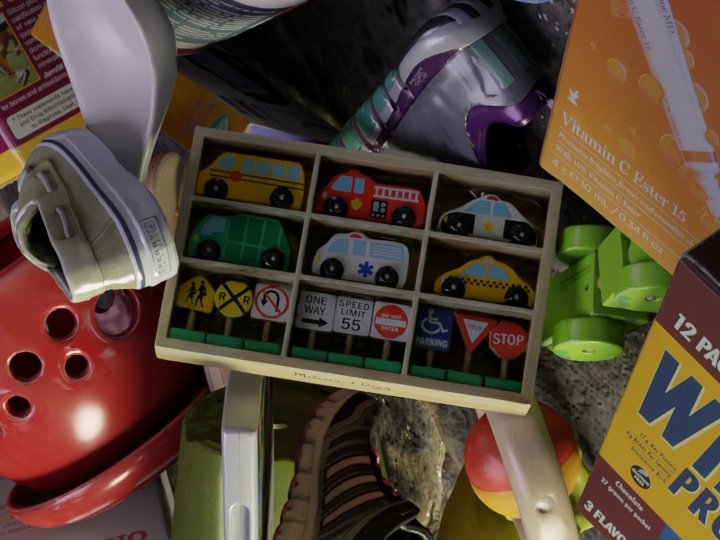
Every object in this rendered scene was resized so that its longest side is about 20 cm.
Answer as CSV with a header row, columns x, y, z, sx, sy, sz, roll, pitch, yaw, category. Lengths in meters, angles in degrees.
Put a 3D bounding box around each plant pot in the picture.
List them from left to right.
x,y,z,sx,sy,sz,roll,pitch,yaw,category
-0.196,0.056,1.855,0.183,0.200,0.200,55,151,-12,plant pot
-0.050,0.177,1.779,0.200,0.200,0.190,22,123,46,plant pot

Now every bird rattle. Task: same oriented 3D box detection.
x,y,z,sx,sy,sz,roll,pitch,yaw,category
0.089,0.087,1.531,0.163,0.113,0.200,-119,20,-66,bird rattle

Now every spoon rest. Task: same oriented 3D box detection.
x,y,z,sx,sy,sz,roll,pitch,yaw,category
-0.121,-0.082,1.510,0.099,0.061,0.200,12,132,53,spoon rest

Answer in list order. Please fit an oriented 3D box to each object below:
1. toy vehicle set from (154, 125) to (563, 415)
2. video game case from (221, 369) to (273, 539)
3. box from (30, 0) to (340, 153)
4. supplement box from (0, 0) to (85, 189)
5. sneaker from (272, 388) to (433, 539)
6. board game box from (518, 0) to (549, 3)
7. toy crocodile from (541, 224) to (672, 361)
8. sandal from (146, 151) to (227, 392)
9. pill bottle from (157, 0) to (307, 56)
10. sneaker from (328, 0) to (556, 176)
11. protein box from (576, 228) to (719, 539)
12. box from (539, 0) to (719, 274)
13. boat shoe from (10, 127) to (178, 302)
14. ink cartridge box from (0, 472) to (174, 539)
x,y,z,sx,sy,sz,roll,pitch,yaw,category
0.000,0.000,1.460,0.200,0.124,0.027,8,164,0,toy vehicle set
-0.063,0.117,1.564,0.200,0.022,0.182,-88,-1,-62,video game case
-0.087,-0.100,1.624,0.200,0.119,0.041,34,104,32,box
-0.230,-0.165,1.756,0.200,0.131,0.103,61,150,-5,supplement box
0.001,0.144,1.579,0.087,0.200,0.074,8,125,5,sneaker
0.066,-0.229,1.355,0.200,0.039,0.158,55,156,15,board game box
0.144,0.001,1.435,0.200,0.062,0.068,136,139,-62,toy crocodile
-0.074,0.007,1.773,0.070,0.078,0.212,1,132,20,sandal
-0.068,-0.193,1.501,0.200,0.120,0.120,-16,104,60,pill bottle
0.042,-0.067,1.506,0.088,0.074,0.200,48,149,6,sneaker
0.229,0.049,1.207,0.135,0.200,0.199,45,148,21,protein box
0.171,-0.099,1.257,0.124,0.097,0.200,42,146,25,box
-0.157,-0.031,1.482,0.200,0.062,0.072,-153,47,-67,boat shoe
-0.199,0.212,1.963,0.200,0.147,0.145,-108,4,-58,ink cartridge box
